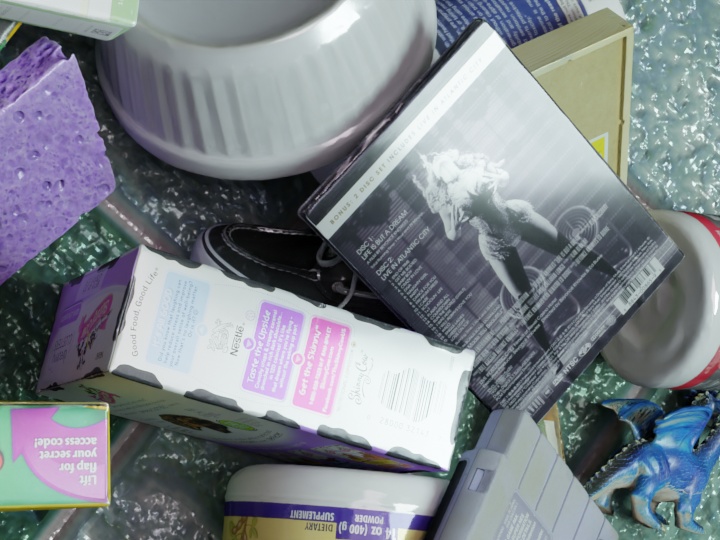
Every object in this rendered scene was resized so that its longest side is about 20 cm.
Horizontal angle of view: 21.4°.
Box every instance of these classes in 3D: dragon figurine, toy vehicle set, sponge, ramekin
[{"bbox_3d":[0.185,0.110,1.199,0.199,0.059,0.100,13,87,-45],"label":"dragon figurine"},{"bbox_3d":[0.108,-0.049,1.160,0.124,0.027,0.201,-25,134,-24],"label":"toy vehicle set"},{"bbox_3d":[-0.225,-0.028,1.045,0.030,0.112,0.200,34,64,30],"label":"sponge"},{"bbox_3d":[-0.061,-0.158,1.079,0.201,0.094,0.204,-4,58,7],"label":"ramekin"}]

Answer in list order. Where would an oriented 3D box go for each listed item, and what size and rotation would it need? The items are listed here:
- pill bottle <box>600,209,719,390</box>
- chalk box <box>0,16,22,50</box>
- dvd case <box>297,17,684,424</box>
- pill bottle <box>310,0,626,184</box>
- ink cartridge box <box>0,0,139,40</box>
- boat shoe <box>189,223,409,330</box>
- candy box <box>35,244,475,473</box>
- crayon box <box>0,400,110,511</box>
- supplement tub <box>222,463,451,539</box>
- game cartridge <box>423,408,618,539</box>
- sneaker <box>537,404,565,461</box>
[{"bbox_3d":[0.252,0.023,1.224,0.199,0.110,0.112,4,82,-38],"label":"pill bottle"},{"bbox_3d":[-0.241,-0.169,1.044,0.125,0.124,0.201,40,71,-14],"label":"chalk box"},{"bbox_3d":[0.078,-0.020,1.082,0.149,0.016,0.200,-47,116,-6],"label":"dvd case"},{"bbox_3d":[0.058,-0.120,1.168,0.199,0.111,0.112,-25,93,-24],"label":"pill bottle"},{"bbox_3d":[-0.206,-0.209,0.970,0.199,0.048,0.147,10,82,-25],"label":"ink cartridge box"},{"bbox_3d":[0.000,0.002,1.122,0.198,0.068,0.074,21,34,3],"label":"boat shoe"},{"bbox_3d":[-0.063,0.057,1.065,0.199,0.168,0.072,18,77,-20],"label":"candy box"},{"bbox_3d":[-0.246,0.096,0.980,0.198,0.172,0.059,1,83,-23],"label":"crayon box"},{"bbox_3d":[-0.013,0.216,1.079,0.144,0.145,0.202,8,80,-22],"label":"supplement tub"},{"bbox_3d":[0.072,0.191,1.044,0.130,0.038,0.201,49,53,-31],"label":"game cartridge"},{"bbox_3d":[0.086,0.164,1.168,0.089,0.067,0.202,-6,68,5],"label":"sneaker"}]
